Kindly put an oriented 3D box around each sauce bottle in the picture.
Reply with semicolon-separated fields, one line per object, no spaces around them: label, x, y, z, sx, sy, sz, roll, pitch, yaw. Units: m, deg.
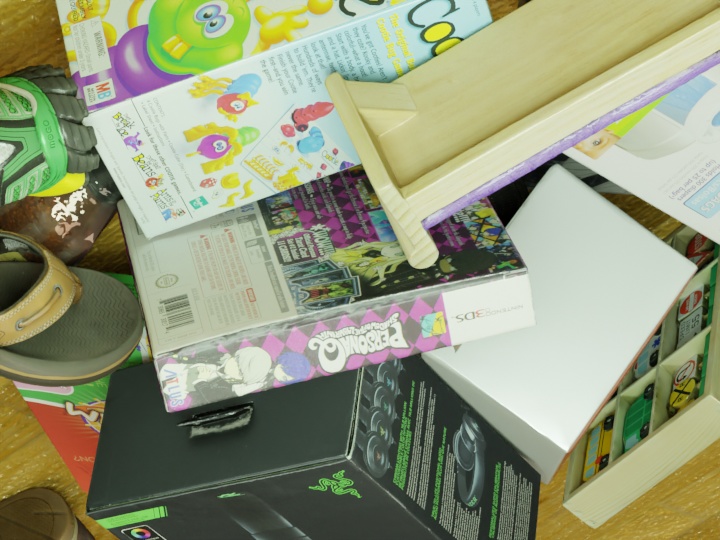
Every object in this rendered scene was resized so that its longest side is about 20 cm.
sauce bottle;-0.177;-0.021;1.537;0.199;0.066;0.066;-31;146;26

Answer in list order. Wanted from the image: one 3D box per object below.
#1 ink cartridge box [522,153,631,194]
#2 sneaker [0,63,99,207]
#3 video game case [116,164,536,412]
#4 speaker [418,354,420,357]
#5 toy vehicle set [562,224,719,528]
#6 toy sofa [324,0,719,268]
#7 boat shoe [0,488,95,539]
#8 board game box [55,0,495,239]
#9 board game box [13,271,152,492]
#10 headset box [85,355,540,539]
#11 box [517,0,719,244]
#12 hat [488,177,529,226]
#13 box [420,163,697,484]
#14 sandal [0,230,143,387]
ink cartridge box;0.101;-0.086;1.592;0.199;0.039;0.100;2;145;-27
sneaker;-0.213;-0.059;1.390;0.085;0.079;0.199;-18;-175;-36
video game case;-0.022;-0.006;1.415;0.180;0.200;0.036;-14;114;-5
speaker;0.026;0.065;1.752;0.199;0.089;0.088;14;138;-40
toy vehicle set;0.180;0.049;1.702;0.026;0.201;0.124;38;125;-17
toy sofa;0.093;-0.084;1.345;0.199;0.083;0.098;-30;140;5
boat shoe;-0.262;0.209;1.862;0.199;0.072;0.072;-28;146;7
board game box;-0.036;-0.114;1.412;0.199;0.103;0.105;-19;143;4
board game box;-0.117;0.071;1.657;0.152;0.041;0.200;6;149;20
headset box;-0.027;0.117;1.562;0.173;0.093;0.200;-13;142;29
box;0.191;-0.094;1.498;0.199;0.102;0.112;29;131;-22
hat;0.000;0.000;1.593;0.199;0.081;0.201;-6;166;-2
box;0.105;0.034;1.600;0.125;0.097;0.200;-54;174;-6
sandal;-0.187;0.006;1.450;0.199;0.082;0.055;17;127;-36
